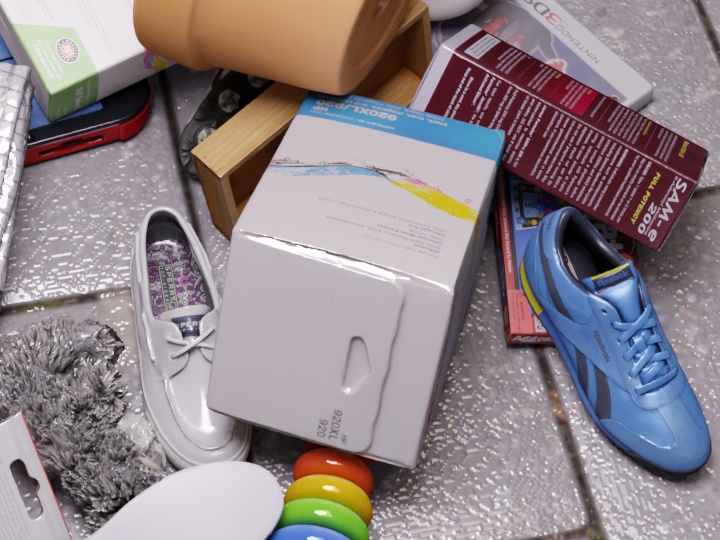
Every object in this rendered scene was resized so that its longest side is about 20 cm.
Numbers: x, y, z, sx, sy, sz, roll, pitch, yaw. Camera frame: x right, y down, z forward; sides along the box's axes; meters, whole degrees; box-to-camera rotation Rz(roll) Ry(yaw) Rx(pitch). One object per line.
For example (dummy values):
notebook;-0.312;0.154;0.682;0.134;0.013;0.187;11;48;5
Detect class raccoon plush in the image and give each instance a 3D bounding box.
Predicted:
raccoon plush;-0.214;0.112;1.168;0.199;0.097;0.134;-4;54;-33

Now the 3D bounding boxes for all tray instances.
tray;-0.031;-0.112;1.323;0.200;0.099;0.037;-40;64;-16

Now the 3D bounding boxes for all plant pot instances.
plant pot;-0.043;-0.208;1.225;0.140;0.200;0.200;28;59;10

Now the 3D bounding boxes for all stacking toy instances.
stacking toy;-0.024;0.168;1.178;0.085;0.086;0.201;11;50;4

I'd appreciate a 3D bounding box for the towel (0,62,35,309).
towel;-0.320;-0.053;1.273;0.165;0.086;0.201;9;74;-7

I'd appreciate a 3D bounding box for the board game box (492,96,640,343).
board game box;0.149;-0.040;1.336;0.102;0.019;0.201;2;63;-10

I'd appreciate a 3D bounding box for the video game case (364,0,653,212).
video game case;0.095;-0.145;1.417;0.200;0.023;0.182;-35;65;-23

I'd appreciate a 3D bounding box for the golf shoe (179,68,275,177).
golf shoe;-0.073;-0.148;1.387;0.200;0.077;0.088;-52;30;-14

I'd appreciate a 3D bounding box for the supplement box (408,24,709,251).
supplement box;0.142;-0.096;1.290;0.199;0.061;0.109;29;20;7

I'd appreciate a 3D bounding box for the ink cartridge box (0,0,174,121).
ink cartridge box;-0.167;-0.209;1.355;0.199;0.067;0.117;-27;81;-16

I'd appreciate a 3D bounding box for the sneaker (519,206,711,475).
sneaker;0.177;0.047;1.244;0.066;0.079;0.201;-24;72;-22

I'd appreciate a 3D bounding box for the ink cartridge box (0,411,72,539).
ink cartridge box;-0.291;0.164;1.132;0.199;0.109;0.050;-27;31;-20

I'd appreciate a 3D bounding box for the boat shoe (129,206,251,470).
boat shoe;-0.117;0.045;1.249;0.072;0.069;0.201;-6;57;-8

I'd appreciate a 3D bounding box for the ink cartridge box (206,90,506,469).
ink cartridge box;0.000;0.000;1.203;0.144;0.148;0.200;14;34;6

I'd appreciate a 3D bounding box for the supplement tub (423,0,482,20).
supplement tub;0.066;-0.306;1.438;0.145;0.146;0.200;18;45;8

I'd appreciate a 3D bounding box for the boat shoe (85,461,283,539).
boat shoe;-0.140;0.182;1.146;0.199;0.057;0.069;-28;79;-10

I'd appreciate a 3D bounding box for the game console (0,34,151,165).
game console;-0.272;-0.152;1.392;0.199;0.031;0.177;-16;60;-15
